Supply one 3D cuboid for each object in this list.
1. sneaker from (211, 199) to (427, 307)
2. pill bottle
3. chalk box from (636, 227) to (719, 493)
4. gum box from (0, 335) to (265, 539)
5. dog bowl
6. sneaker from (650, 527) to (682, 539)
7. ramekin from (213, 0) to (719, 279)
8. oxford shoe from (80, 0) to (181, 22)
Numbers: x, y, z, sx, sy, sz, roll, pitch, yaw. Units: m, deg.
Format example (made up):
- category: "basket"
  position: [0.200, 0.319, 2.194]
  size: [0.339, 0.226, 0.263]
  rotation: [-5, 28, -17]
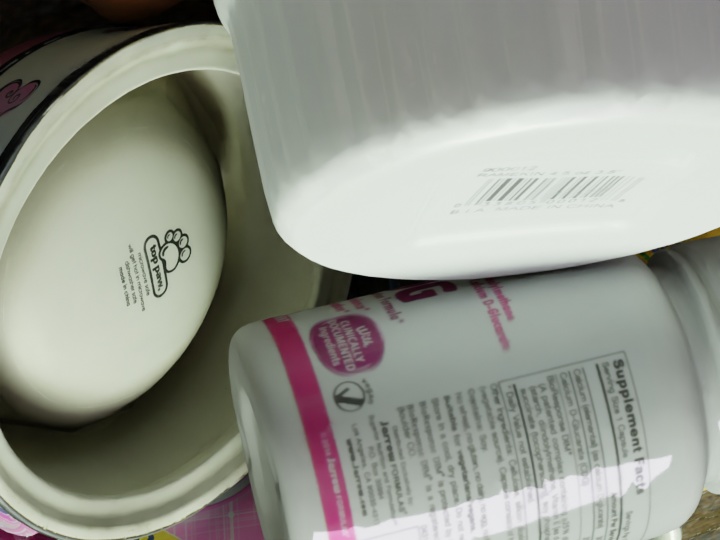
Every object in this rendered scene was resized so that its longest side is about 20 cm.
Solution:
- category: "sneaker"
  position: [0.000, 0.000, 0.918]
  size: [0.075, 0.200, 0.078]
  rotation: [-69, 161, 4]
- category: "pill bottle"
  position: [0.059, 0.053, 0.806]
  size: [0.200, 0.114, 0.113]
  rotation: [-13, 153, -10]
- category: "chalk box"
  position: [0.141, -0.013, 0.968]
  size: [0.124, 0.200, 0.124]
  rotation: [-23, 120, 1]
- category: "gum box"
  position: [-0.074, 0.084, 0.905]
  size: [0.114, 0.200, 0.066]
  rotation: [-53, 154, -25]
- category: "dog bowl"
  position: [-0.094, -0.003, 0.815]
  size: [0.200, 0.074, 0.200]
  rotation: [-23, 123, -41]
- category: "sneaker"
  position: [0.044, 0.120, 0.937]
  size: [0.200, 0.100, 0.075]
  rotation: [-19, 119, -14]
- category: "ramekin"
  position: [0.054, -0.066, 0.713]
  size: [0.200, 0.098, 0.200]
  rotation: [-6, 165, -2]
- category: "oxford shoe"
  position: [-0.022, -0.134, 0.727]
  size: [0.200, 0.071, 0.071]
  rotation: [-32, 153, 26]
